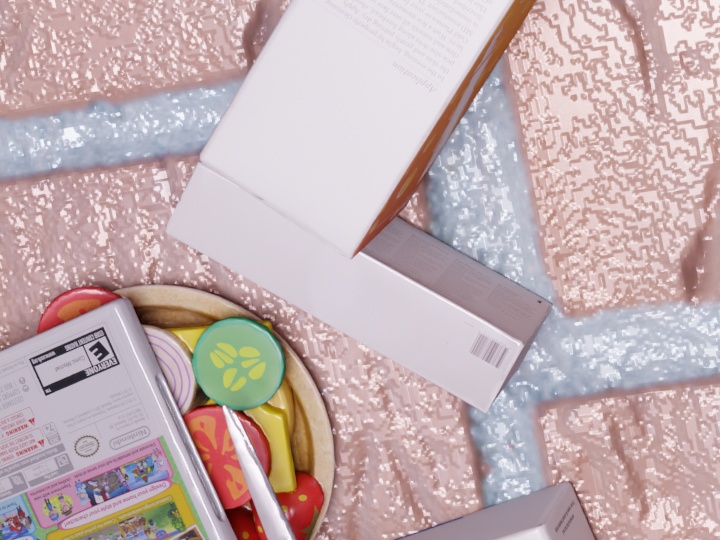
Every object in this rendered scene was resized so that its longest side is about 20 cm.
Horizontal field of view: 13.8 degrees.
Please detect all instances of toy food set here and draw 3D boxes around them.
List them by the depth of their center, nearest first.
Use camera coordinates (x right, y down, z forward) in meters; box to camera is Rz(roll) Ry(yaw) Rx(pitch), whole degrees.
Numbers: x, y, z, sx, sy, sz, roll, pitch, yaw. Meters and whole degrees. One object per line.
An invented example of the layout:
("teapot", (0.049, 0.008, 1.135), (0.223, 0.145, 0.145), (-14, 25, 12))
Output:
("toy food set", (-0.113, 0.101, 1.692), (0.200, 0.049, 0.198), (-6, 102, 17))

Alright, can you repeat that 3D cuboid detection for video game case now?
("video game case", (-0.178, 0.133, 1.681), (0.200, 0.022, 0.182), (-23, 92, 23))

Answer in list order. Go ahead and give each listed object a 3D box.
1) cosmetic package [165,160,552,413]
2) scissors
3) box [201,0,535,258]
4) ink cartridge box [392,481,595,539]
("cosmetic package", (0.000, 0.000, 1.618), (0.200, 0.083, 0.051), (29, 112, 7))
("scissors", (-0.038, 0.171, 1.623), (0.073, 0.014, 0.200), (-36, 92, 24))
("box", (0.020, -0.125, 1.549), (0.097, 0.124, 0.200), (34, 111, 4))
("ink cartridge box", (0.083, 0.240, 1.655), (0.146, 0.084, 0.200), (-20, 98, 19))
